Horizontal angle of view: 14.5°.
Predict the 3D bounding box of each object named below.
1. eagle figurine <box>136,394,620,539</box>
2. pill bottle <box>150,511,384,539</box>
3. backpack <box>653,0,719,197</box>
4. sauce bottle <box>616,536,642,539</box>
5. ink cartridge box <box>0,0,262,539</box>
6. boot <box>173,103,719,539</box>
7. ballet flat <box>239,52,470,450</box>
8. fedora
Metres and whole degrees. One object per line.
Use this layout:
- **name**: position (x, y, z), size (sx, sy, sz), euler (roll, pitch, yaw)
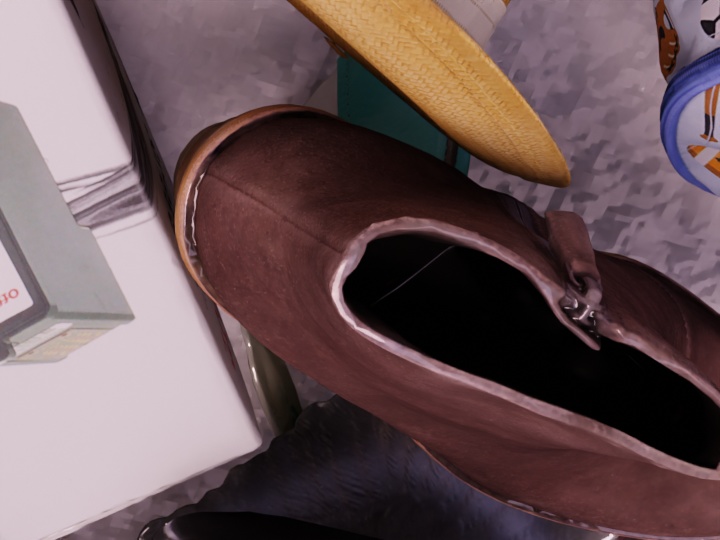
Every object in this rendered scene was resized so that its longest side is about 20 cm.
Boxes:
- **eagle figurine**: position (-0.014, 0.132, 0.804), size (0.200, 0.152, 0.151), euler (-31, 80, -10)
- **pill bottle**: position (-0.023, 0.168, 0.688), size (0.112, 0.112, 0.200), euler (14, 94, -18)
- **backpack**: position (0.159, -0.053, 0.694), size (0.200, 0.154, 0.190), euler (-16, 150, 27)
- **sauce bottle**: position (0.072, 0.121, 0.884), size (0.066, 0.066, 0.200), euler (-15, 122, -2)
- **ink cartridge box**: position (-0.105, -0.051, 0.702), size (0.084, 0.146, 0.200), euler (-22, 122, 0)
- **boot**: position (0.050, 0.029, 0.651), size (0.200, 0.166, 0.072), euler (28, 92, -21)
- **ballet flat**: position (0.000, 0.000, 0.800), size (0.070, 0.067, 0.200), euler (-1, 119, 1)
- **fedora**: position (-0.005, -0.103, 0.634), size (0.201, 0.201, 0.082), euler (39, 93, -28)
